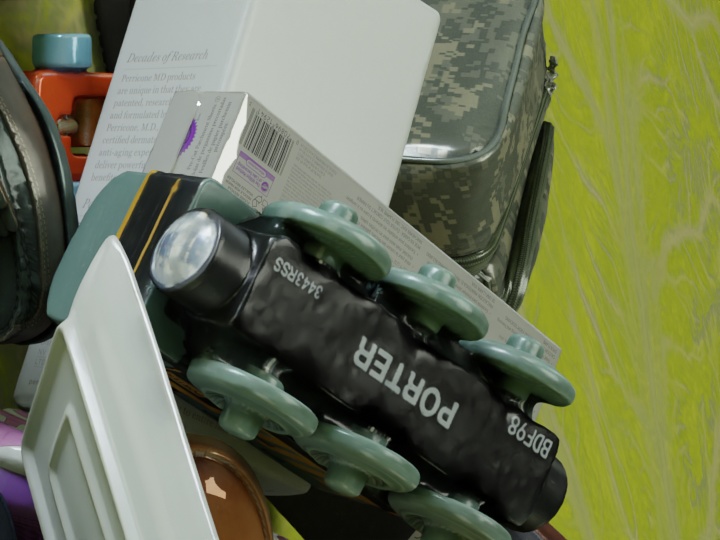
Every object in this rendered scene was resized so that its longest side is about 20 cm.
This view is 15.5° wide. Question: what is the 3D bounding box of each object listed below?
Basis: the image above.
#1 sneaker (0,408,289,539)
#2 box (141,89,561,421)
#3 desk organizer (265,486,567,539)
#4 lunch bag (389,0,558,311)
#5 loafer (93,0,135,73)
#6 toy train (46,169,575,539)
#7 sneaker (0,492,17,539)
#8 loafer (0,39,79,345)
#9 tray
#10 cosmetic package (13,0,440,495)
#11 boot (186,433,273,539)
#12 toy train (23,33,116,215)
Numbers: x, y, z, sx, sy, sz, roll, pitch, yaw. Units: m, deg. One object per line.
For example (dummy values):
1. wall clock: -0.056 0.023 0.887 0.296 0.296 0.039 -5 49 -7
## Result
1. sneaker: -0.085 0.116 0.969 0.200 0.080 0.089 35 83 -47
2. box: 0.000 0.000 0.971 0.200 0.039 0.042 37 67 -41
3. desk organizer: 0.030 0.109 1.109 0.077 0.072 0.200 36 3 -37
4. lunch bag: 0.023 -0.038 1.285 0.200 0.139 0.168 -73 162 -54
5. loafer: -0.059 -0.045 1.134 0.073 0.071 0.200 -37 114 -69
6. toy train: -0.013 0.033 0.906 0.200 0.114 0.085 35 74 -40
7. sneaker: -0.107 0.114 0.778 0.077 0.146 0.203 37 36 -23
8. loafer: -0.155 -0.067 0.900 0.063 0.072 0.200 -15 87 -55
9. tray: -0.069 0.098 0.800 0.107 0.022 0.200 113 -35 -47
10. cosmetic package: -0.048 -0.025 1.000 0.102 0.074 0.200 30 69 -42
11. boot: -0.062 0.170 0.864 0.155 0.073 0.200 -103 -161 -62
12. toy train: -0.095 0.005 1.043 0.150 0.056 0.201 -9 98 -45
